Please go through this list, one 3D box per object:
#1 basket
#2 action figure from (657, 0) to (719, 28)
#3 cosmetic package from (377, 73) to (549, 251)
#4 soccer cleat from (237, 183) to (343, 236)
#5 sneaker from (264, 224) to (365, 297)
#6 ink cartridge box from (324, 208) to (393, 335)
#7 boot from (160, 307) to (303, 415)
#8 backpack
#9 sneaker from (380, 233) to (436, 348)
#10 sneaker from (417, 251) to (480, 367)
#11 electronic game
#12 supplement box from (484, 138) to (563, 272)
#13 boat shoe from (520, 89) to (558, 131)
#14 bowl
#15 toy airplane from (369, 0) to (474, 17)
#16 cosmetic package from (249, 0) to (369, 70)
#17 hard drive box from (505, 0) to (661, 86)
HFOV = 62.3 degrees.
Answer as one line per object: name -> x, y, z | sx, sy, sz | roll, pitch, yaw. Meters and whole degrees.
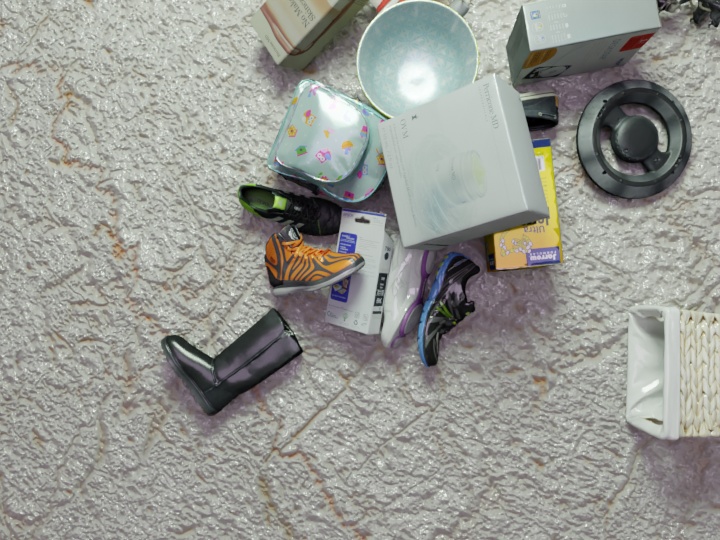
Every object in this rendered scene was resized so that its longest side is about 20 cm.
basket -> 0.511, 0.158, 0.947 | 0.122, 0.136, 0.202 | 3, 88, 1
action figure -> 0.509, -0.474, 0.985 | 0.198, 0.119, 0.103 | 16, 122, -1
cosmetic package -> 0.154, -0.152, 0.900 | 0.199, 0.123, 0.201 | -16, 82, 30
soccer cleat -> -0.119, -0.105, 1.032 | 0.198, 0.081, 0.068 | 14, 89, 3
sneaker -> -0.090, -0.026, 0.990 | 0.199, 0.077, 0.113 | -14, 100, 33
ink cartridge box -> 0.000, 0.000, 1.011 | 0.099, 0.039, 0.202 | 14, 97, 37
boot -> -0.222, 0.131, 1.038 | 0.199, 0.066, 0.165 | -36, 94, 5
backpack -> -0.039, -0.207, 0.998 | 0.199, 0.153, 0.177 | 24, 93, -6
sneaker -> 0.064, 0.032, 1.029 | 0.099, 0.075, 0.202 | 17, 91, 28
sneaker -> 0.149, 0.070, 1.009 | 0.082, 0.071, 0.201 | 20, 86, 11
electronic game -> 0.464, -0.222, 1.011 | 0.198, 0.042, 0.202 | 0, 92, -2
supplement box -> 0.260, -0.103, 0.989 | 0.108, 0.109, 0.202 | -5, 87, 4
boat shoe -> 0.245, -0.254, 1.016 | 0.198, 0.075, 0.063 | -12, 80, -1
bowl -> 0.095, -0.337, 1.011 | 0.198, 0.108, 0.202 | 0, 90, 4
toy airplane -> 0.100, -0.496, 1.002 | 0.198, 0.141, 0.201 | 0, 107, -9
cosmetic package -> -0.079, -0.447, 1.004 | 0.200, 0.087, 0.104 | -38, 84, 29
hard drive box -> 0.352, -0.381, 0.971 | 0.198, 0.156, 0.078 | -10, 87, 5
